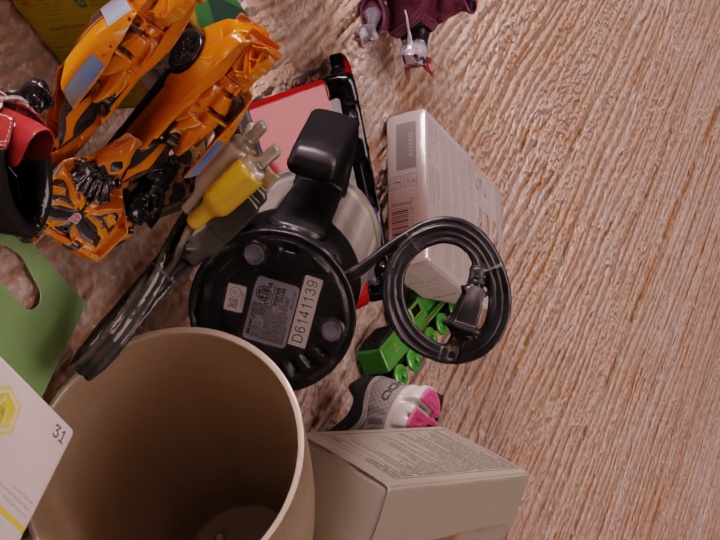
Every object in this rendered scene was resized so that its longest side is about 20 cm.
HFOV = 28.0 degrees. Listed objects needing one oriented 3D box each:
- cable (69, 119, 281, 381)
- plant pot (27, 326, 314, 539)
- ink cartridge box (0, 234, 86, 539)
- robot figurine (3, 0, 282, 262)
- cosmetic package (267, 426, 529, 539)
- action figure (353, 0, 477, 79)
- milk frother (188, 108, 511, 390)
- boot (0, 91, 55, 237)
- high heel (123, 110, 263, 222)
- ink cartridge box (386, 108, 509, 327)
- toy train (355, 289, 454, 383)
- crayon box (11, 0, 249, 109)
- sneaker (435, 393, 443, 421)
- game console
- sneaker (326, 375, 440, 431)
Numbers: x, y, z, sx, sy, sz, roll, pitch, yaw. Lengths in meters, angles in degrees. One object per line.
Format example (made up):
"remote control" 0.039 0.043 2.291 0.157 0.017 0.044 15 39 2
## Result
"cable" -0.127 -0.019 0.949 0.200 0.097 0.050 -44 112 -1
"plant pot" -0.107 0.169 0.989 0.200 0.186 0.188 69 32 -57
"ink cartridge box" -0.229 0.059 0.877 0.146 0.048 0.201 57 45 -43
"robot figurine" -0.147 -0.089 0.885 0.200 0.058 0.145 -49 133 10
"cosmetic package" 0.032 0.183 1.142 0.199 0.103 0.088 7 105 -51
"action figure" 0.040 -0.278 1.352 0.149 0.133 0.201 -125 -150 -60
"milk frother" 0.000 0.000 1.058 0.181 0.199 0.188 -56 -176 18
"boot" -0.234 -0.111 0.771 0.072 0.143 0.201 -43 125 -51
"high heel" -0.148 -0.113 1.020 0.200 0.071 0.143 -32 106 -54
"ink cartridge box" 0.087 -0.044 1.425 0.200 0.050 0.162 39 45 -57
"toy train" 0.054 0.049 1.395 0.200 0.042 0.057 -48 119 -51
"crayon box" -0.162 -0.189 0.919 0.200 0.126 0.051 56 43 -46
"sneaker" 0.038 0.212 1.338 0.104 0.060 0.201 10 78 -56
"game console" -0.045 -0.067 1.240 0.172 0.118 0.201 -102 -179 -71
"sneaker" -0.001 0.180 1.261 0.074 0.087 0.201 7 106 -54
